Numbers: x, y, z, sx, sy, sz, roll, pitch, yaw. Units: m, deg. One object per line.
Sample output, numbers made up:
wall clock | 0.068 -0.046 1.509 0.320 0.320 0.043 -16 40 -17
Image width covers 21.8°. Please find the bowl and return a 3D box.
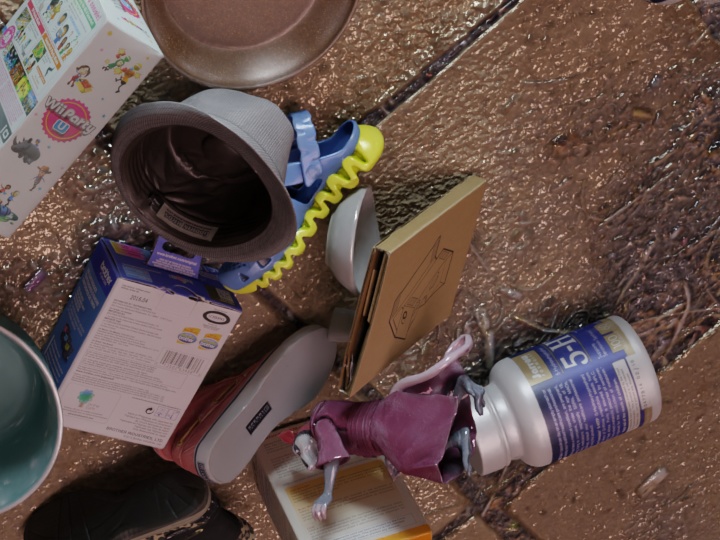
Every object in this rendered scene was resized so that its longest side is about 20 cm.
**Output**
bowl | -0.357 0.111 1.669 0.200 0.105 0.202 0 110 1

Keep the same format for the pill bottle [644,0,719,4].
pill bottle | 0.248 -0.300 1.671 0.199 0.111 0.111 10 118 -29

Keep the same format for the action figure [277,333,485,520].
action figure | 0.011 0.148 1.775 0.199 0.134 0.149 -2 104 21

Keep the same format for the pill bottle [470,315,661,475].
pill bottle | 0.200 0.135 1.949 0.199 0.120 0.120 -21 129 -10

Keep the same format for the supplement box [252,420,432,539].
supplement box | -0.020 0.237 1.868 0.126 0.200 0.074 -15 130 -13

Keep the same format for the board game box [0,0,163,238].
board game box | -0.261 -0.147 1.527 0.064 0.148 0.200 31 107 -36

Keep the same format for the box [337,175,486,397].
box | 0.050 0.013 1.783 0.200 0.021 0.164 -37 147 -52

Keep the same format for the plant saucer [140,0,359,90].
plant saucer | -0.095 -0.251 1.601 0.200 0.037 0.201 -11 126 -16

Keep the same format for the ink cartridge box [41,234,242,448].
ink cartridge box | -0.204 0.057 1.741 0.136 0.076 0.200 17 116 -33

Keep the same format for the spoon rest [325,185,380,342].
spoon rest | 0.000 0.000 1.765 0.060 0.100 0.200 10 146 5

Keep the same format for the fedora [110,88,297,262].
fedora | -0.121 -0.096 1.624 0.177 0.090 0.200 46 142 -16

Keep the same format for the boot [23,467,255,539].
boot | -0.218 0.268 1.882 0.203 0.074 0.154 -17 150 14

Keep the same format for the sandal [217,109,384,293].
sandal | -0.071 -0.069 1.711 0.087 0.079 0.200 37 90 -22

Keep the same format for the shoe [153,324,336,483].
shoe | -0.115 0.120 1.833 0.200 0.091 0.072 -48 132 -27
